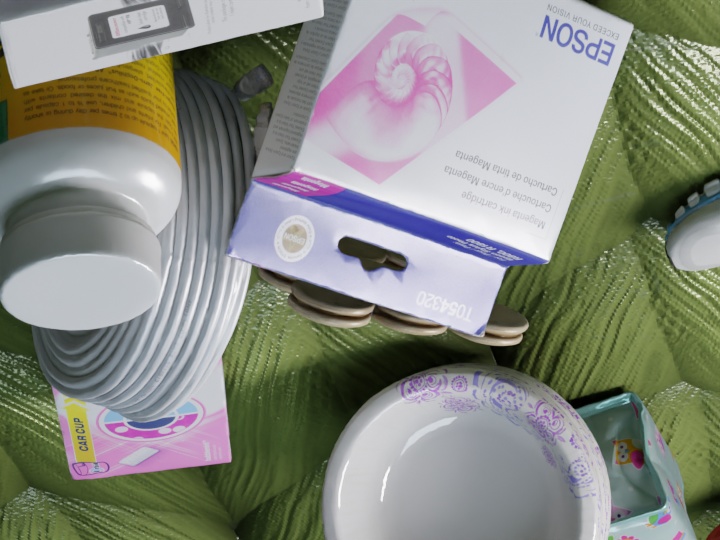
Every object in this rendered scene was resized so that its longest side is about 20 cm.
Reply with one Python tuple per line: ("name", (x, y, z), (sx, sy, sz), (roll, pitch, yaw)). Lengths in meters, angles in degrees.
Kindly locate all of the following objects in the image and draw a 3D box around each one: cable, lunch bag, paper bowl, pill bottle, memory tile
("cable", (-0.125, -0.016, 1.559), (0.069, 0.201, 0.200), (11, 171, -29))
("lunch bag", (0.145, 0.190, 2.087), (0.199, 0.122, 0.170), (-19, 151, 11))
("paper bowl", (0.079, 0.166, 1.955), (0.200, 0.202, 0.104), (-14, 179, 14))
("pill bottle", (-0.151, -0.076, 1.443), (0.112, 0.201, 0.113), (-5, 152, -3))
("memory tile", (0.000, 0.000, 1.662), (0.153, 0.200, 0.017), (7, 108, -25))

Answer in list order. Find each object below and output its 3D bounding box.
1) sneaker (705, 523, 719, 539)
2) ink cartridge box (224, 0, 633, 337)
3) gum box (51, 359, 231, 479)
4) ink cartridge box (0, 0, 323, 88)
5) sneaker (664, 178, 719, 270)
("sneaker", (0.351, 0.174, 2.167), (0.199, 0.079, 0.116), (-25, 140, 8))
("ink cartridge box", (0.041, -0.074, 1.513), (0.196, 0.201, 0.043), (17, -178, -38))
("gum box", (-0.149, 0.066, 1.849), (0.113, 0.066, 0.200), (-6, 152, -4))
("ink cartridge box", (-0.127, -0.165, 1.345), (0.199, 0.116, 0.067), (-13, 155, -5))
("sneaker", (0.289, -0.024, 1.753), (0.199, 0.087, 0.075), (-17, 152, 23))
